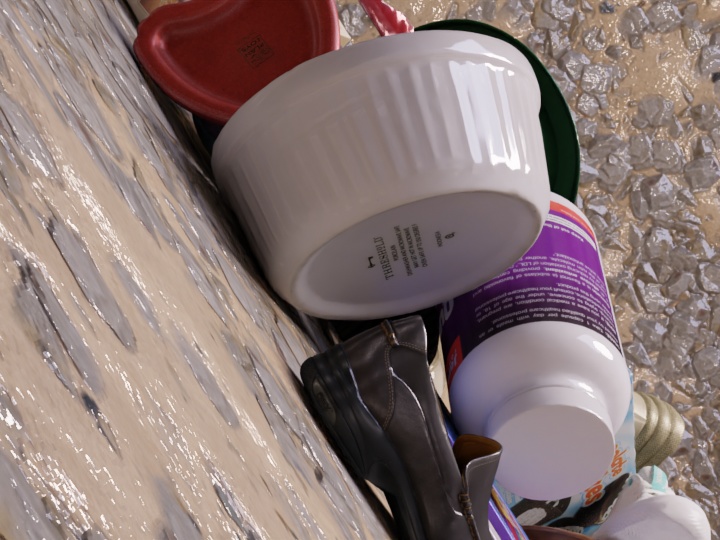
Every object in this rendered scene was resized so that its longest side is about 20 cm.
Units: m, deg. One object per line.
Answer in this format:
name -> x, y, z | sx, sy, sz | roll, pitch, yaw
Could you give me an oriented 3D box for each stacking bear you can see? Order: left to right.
stacking bear -> -0.052, -0.097, 1.432 | 0.114, 0.121, 0.200 | 52, -8, 23

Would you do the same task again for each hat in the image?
hat -> 0.028, -0.078, 1.445 | 0.201, 0.165, 0.176 | 58, 26, 6

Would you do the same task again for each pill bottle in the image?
pill bottle -> 0.105, 0.046, 1.411 | 0.113, 0.112, 0.201 | 56, 17, -35

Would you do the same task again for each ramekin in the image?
ramekin -> 0.020, -0.048, 1.330 | 0.202, 0.201, 0.095 | 51, 19, -65

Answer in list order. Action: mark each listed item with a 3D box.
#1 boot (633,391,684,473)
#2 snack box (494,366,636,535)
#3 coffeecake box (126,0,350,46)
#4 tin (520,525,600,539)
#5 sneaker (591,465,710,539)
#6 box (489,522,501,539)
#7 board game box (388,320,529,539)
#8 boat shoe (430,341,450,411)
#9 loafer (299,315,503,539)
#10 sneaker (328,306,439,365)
boot -> 0.137, 0.106, 1.691 | 0.155, 0.073, 0.200 | 22, -18, -18
snack box -> 0.131, 0.134, 1.546 | 0.037, 0.116, 0.200 | 54, -12, 30
coffeecake box -> -0.115, -0.229, 1.568 | 0.153, 0.073, 0.201 | 11, 44, -58
tin -> 0.176, 0.225, 1.522 | 0.199, 0.042, 0.112 | 26, -28, -19
sneaker -> 0.195, 0.170, 1.543 | 0.075, 0.089, 0.200 | 19, -22, 1
box -> 0.071, 0.175, 1.300 | 0.201, 0.041, 0.039 | 57, 3, -3
board game box -> 0.053, 0.132, 1.384 | 0.201, 0.045, 0.134 | 58, 3, -2
boat shoe -> 0.038, 0.063, 1.647 | 0.065, 0.071, 0.200 | 62, 13, -13
loafer -> 0.047, 0.115, 1.211 | 0.201, 0.072, 0.073 | 58, 2, -23
sneaker -> 0.000, 0.000, 1.538 | 0.201, 0.074, 0.089 | 57, 0, 29
